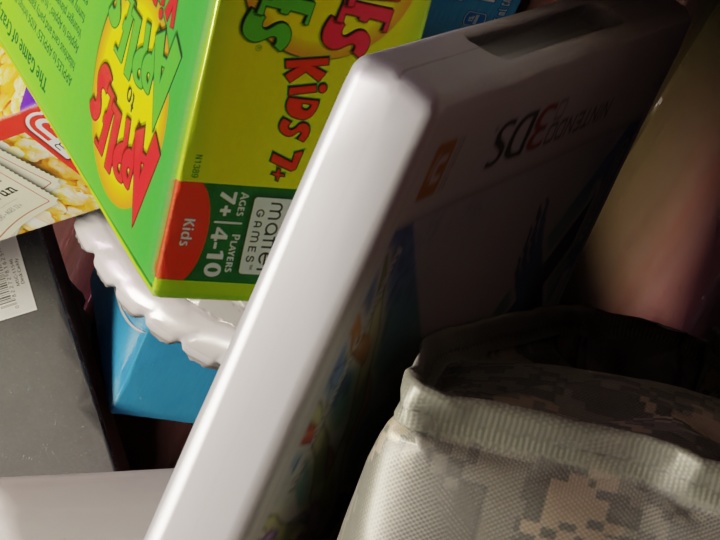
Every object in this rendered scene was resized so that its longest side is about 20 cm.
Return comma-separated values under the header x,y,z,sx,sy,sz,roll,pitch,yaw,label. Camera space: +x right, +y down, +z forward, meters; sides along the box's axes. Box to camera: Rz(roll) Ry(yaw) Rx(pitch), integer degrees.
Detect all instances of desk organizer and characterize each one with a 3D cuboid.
x,y,z,sx,sy,sz,roll,pitch,yaw,label
-0.110,0.053,0.945,0.077,0.071,0.201,-7,-101,-83,desk organizer

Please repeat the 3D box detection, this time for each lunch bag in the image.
x,y,z,sx,sy,sz,roll,pitch,yaw,label
0.046,0.098,0.608,0.200,0.117,0.165,-45,-30,-81,lunch bag

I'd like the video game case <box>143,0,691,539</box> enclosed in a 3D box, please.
x,y,z,sx,sy,sz,roll,pitch,yaw,label
0.000,0.037,0.625,0.201,0.022,0.182,-66,-15,18,video game case

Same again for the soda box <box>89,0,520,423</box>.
x,y,z,sx,sy,sz,roll,pitch,yaw,label
-0.019,-0.042,0.884,0.064,0.068,0.200,-105,32,-45,soda box

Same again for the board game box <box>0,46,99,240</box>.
x,y,z,sx,sy,sz,roll,pitch,yaw,label
-0.117,-0.074,0.849,0.199,0.046,0.152,-17,47,39,board game box

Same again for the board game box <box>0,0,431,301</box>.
x,y,z,sx,sy,sz,roll,pitch,yaw,label
-0.045,-0.085,0.658,0.200,0.047,0.102,-127,45,-54,board game box

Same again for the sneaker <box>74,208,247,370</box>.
x,y,z,sx,sy,sz,roll,pitch,yaw,label
0.000,0.000,0.787,0.200,0.075,0.082,37,104,31,sneaker

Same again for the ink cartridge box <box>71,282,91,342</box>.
x,y,z,sx,sy,sz,roll,pitch,yaw,label
-0.156,0.082,1.067,0.146,0.084,0.201,59,-157,-59,ink cartridge box

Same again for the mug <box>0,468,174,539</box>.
x,y,z,sx,sy,sz,roll,pitch,yaw,label
-0.060,0.138,0.812,0.149,0.153,0.187,143,130,-59,mug
